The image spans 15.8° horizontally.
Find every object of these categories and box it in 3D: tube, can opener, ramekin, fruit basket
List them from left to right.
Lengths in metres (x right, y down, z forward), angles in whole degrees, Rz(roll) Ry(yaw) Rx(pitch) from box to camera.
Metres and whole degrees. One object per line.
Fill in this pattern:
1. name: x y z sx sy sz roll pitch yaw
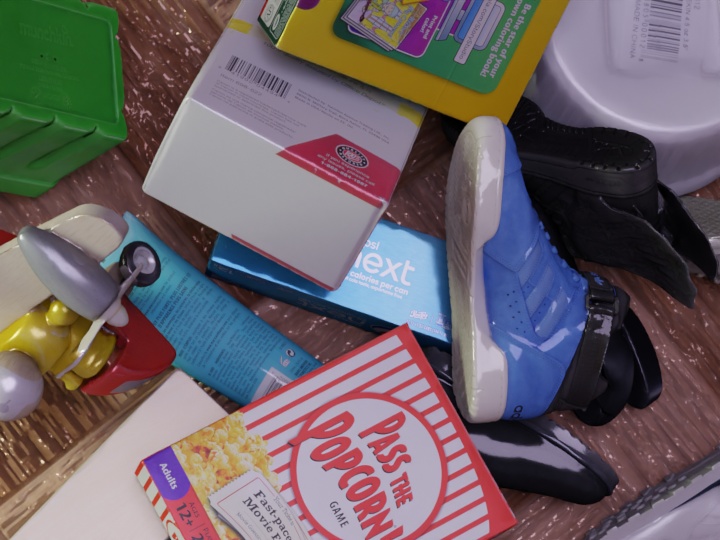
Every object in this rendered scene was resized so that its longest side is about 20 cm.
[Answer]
1. fruit basket: -0.279 -0.111 1.697 0.215 0.216 0.156 -4 81 -8
2. tube: -0.099 0.046 1.745 0.200 0.050 0.078 34 77 6
3. can opener: 0.133 0.014 1.778 0.063 0.079 0.200 -34 81 28
4. ramekin: 0.197 -0.157 1.776 0.200 0.098 0.201 2 73 -8

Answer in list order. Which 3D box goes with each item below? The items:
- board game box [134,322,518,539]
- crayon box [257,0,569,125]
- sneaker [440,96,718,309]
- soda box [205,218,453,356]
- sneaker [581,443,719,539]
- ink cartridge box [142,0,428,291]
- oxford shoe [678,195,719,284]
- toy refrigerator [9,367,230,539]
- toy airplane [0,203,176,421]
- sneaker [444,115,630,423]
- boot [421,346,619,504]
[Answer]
1. board game box: -0.022 0.146 1.666 0.200 0.046 0.152 -28 82 -17
2. crayon box: 0.056 -0.209 1.653 0.172 0.058 0.200 19 109 -25
3. sneaker: 0.143 -0.049 1.728 0.199 0.104 0.060 18 49 34
4. soda box: 0.000 0.000 1.753 0.199 0.064 0.068 19 79 -4
5. sneaker: 0.233 0.174 1.752 0.200 0.076 0.081 -27 94 -9
6. ink cartridge box: -0.039 -0.096 1.700 0.145 0.084 0.200 27 34 -2
7. oxford shoe: 0.252 -0.014 1.789 0.199 0.075 0.058 4 119 -2
8. toy refrigerator: -0.163 0.165 1.704 0.076 0.070 0.200 42 76 5
9. toy airplane: -0.227 0.025 1.640 0.198 0.200 0.142 0 59 6
10. sneaker: 0.118 -0.003 1.691 0.111 0.077 0.201 -3 96 -14
11. boot: 0.054 0.176 1.728 0.165 0.066 0.200 32 75 7
